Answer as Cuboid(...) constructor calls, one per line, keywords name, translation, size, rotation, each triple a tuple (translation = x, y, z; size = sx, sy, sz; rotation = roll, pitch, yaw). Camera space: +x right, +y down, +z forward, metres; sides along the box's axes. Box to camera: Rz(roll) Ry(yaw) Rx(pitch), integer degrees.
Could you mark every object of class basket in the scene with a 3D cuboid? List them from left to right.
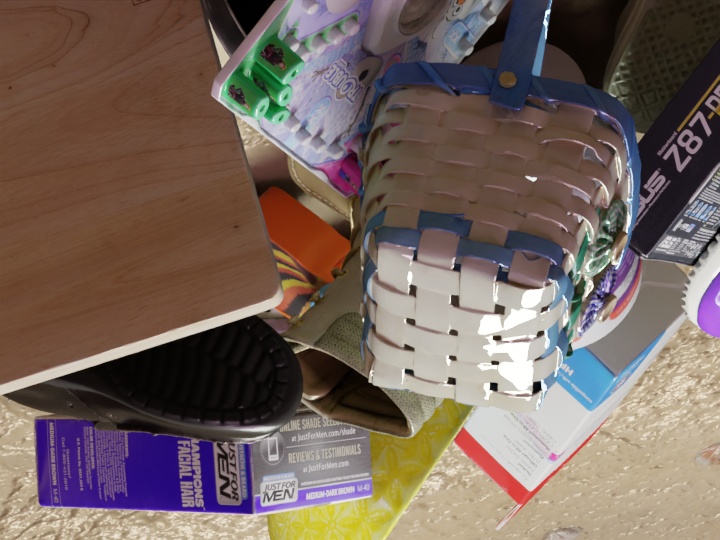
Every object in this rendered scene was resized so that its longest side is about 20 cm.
Cuboid(name="basket", translation=(0.067, -0.043, 1.120), size=(0.138, 0.201, 0.177), rotation=(7, 147, 4))

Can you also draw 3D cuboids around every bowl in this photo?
Cuboid(name="bowl", translation=(-0.008, 0.123, 1.538), size=(0.107, 0.200, 0.200), rotation=(34, 138, 3))

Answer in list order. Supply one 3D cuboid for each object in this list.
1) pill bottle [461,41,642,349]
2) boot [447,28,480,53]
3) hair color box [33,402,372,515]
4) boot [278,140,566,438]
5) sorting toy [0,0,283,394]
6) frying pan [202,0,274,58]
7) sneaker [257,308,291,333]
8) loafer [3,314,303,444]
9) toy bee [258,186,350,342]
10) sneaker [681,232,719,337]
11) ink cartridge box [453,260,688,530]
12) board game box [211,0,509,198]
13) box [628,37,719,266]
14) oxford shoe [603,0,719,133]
Cuboid(name="pill bottle", translation=(0.103, -0.045, 1.347), size=(0.111, 0.112, 0.200), rotation=(-17, 148, 2))
Cuboid(name="boot", translation=(0.033, -0.188, 1.136), size=(0.154, 0.074, 0.203), rotation=(-41, 144, 28))
Cuboid(name="hair color box", translation=(-0.101, 0.117, 1.450), size=(0.199, 0.065, 0.109), rotation=(-5, 178, 42))
Cuboid(name="boot", translation=(0.000, 0.000, 1.246), size=(0.155, 0.199, 0.072), rotation=(-44, 142, -25))
Cuboid(name="sorting toy", translation=(-0.154, -0.041, 1.172), size=(0.199, 0.200, 0.070), rotation=(-17, 163, 2))
Cuboid(name="frying pan", translation=(-0.065, -0.135, 1.130), size=(0.031, 0.115, 0.190), rotation=(-33, 144, 22))
Cuboid(name="sneaker", translation=(-0.073, 0.028, 1.421), size=(0.199, 0.077, 0.082), rotation=(-19, 142, 5))
Cuboid(name="loafer", translation=(-0.119, 0.050, 1.214), size=(0.199, 0.073, 0.071), rotation=(13, 155, 19))
Cuboid(name="toy bee", translation=(0.005, 0.041, 1.360), size=(0.130, 0.200, 0.109), rotation=(-24, 143, -23))
Cuboid(name="sneaker", translation=(0.259, -0.005, 1.321), size=(0.069, 0.099, 0.201), rotation=(-38, 163, -35))
Cuboid(name="ink cartridge box", translation=(0.137, 0.077, 1.542), size=(0.116, 0.067, 0.200), rotation=(-38, 166, -41))
Cuboid(name="board game box", translation=(0.032, -0.131, 1.105), size=(0.200, 0.026, 0.200), rotation=(-51, 159, 2))
Cuboid(name="box", translation=(0.208, -0.078, 1.277), size=(0.161, 0.049, 0.200), rotation=(-51, 166, 11))
Cuboid(name="oxford shoe", translation=(0.192, -0.166, 1.258), size=(0.075, 0.058, 0.201), rotation=(26, 123, -4))
